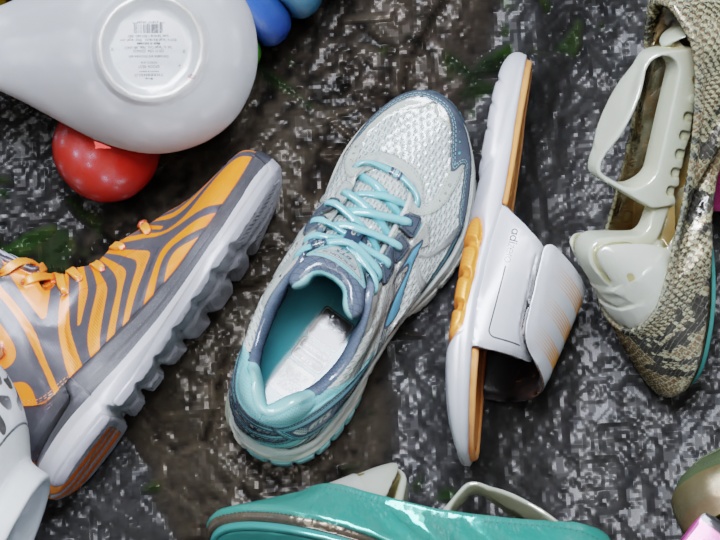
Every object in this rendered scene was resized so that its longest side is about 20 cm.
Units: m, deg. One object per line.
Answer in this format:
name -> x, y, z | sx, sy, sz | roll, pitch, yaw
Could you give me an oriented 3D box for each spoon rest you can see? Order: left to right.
spoon rest -> -0.148, -0.108, 1.236 | 0.199, 0.061, 0.100 | 2, 92, -10

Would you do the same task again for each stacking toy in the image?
stacking toy -> -0.082, -0.119, 1.288 | 0.085, 0.085, 0.200 | 40, 87, 11

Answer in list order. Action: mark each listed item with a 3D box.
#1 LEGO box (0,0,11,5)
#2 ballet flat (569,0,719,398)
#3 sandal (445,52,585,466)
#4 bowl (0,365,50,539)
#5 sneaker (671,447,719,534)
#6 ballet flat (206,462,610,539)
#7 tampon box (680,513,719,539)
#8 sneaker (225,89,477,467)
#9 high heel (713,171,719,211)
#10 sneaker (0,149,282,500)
LEGO box -> -0.288, -0.132, 1.297 | 0.149, 0.077, 0.200 | 38, 81, 10
ballet flat -> 0.137, -0.038, 1.226 | 0.075, 0.068, 0.201 | 1, 104, -35
sandal -> 0.081, -0.007, 1.247 | 0.059, 0.079, 0.207 | 8, 75, 8
bowl -> -0.199, 0.112, 1.164 | 0.094, 0.201, 0.201 | 23, 79, 3
sneaker -> 0.215, 0.063, 1.210 | 0.200, 0.067, 0.090 | -14, 64, -27
ballet flat -> 0.029, 0.130, 1.228 | 0.199, 0.067, 0.071 | 12, 50, 12
tampon box -> 0.149, 0.213, 1.128 | 0.126, 0.200, 0.150 | 35, 80, 10
sneaker -> 0.000, 0.000, 1.245 | 0.077, 0.086, 0.200 | 24, 79, 7
high heel -> 0.253, -0.024, 1.258 | 0.200, 0.067, 0.096 | 32, 92, 15
sneaker -> -0.131, 0.003, 1.256 | 0.112, 0.078, 0.200 | 36, 81, 10
